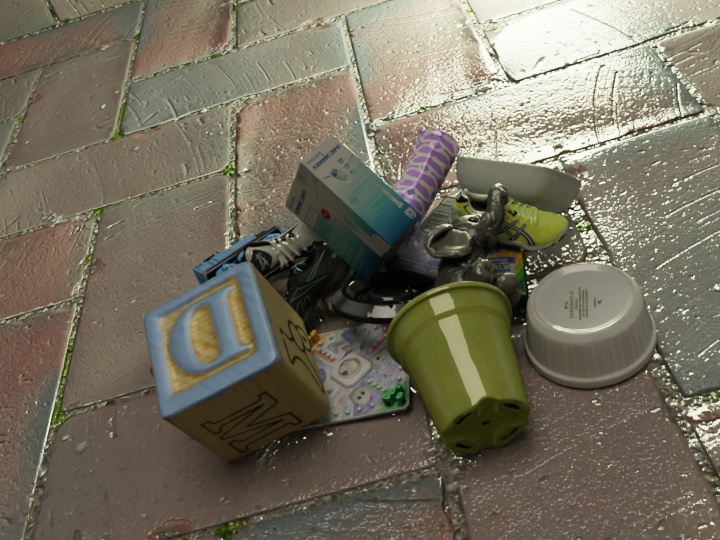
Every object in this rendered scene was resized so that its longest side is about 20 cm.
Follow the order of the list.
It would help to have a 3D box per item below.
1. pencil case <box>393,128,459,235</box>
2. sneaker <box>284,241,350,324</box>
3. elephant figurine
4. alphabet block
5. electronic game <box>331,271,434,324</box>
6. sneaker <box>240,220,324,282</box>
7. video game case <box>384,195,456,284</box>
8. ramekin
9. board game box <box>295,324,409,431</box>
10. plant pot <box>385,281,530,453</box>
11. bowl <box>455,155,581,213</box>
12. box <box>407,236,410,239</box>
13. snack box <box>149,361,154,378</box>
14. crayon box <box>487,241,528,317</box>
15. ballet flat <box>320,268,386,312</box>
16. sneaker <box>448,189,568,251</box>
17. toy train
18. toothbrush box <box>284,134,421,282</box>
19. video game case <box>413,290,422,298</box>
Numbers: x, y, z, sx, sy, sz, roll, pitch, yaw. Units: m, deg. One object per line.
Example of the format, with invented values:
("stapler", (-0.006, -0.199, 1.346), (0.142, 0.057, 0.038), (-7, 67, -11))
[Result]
("pencil case", (0.101, -0.160, 1.604), (0.085, 0.084, 0.201), (24, 69, 12))
("sneaker", (-0.103, 0.032, 1.583), (0.200, 0.079, 0.076), (-50, 23, 14))
("elephant figurine", (0.166, -0.024, 1.425), (0.154, 0.142, 0.201), (1, 53, -24))
("alphabet block", (-0.187, 0.142, 1.385), (0.195, 0.200, 0.197), (-25, 53, 8))
("electronic game", (0.050, 0.046, 1.516), (0.198, 0.042, 0.200), (-4, 19, 1))
("sneaker", (-0.139, -0.030, 1.589), (0.198, 0.080, 0.129), (-23, 2, 35))
("video game case", (0.152, -0.053, 1.567), (0.142, 0.019, 0.200), (15, 51, 39))
("ramekin", (0.343, 0.074, 1.379), (0.200, 0.095, 0.203), (-12, 39, 9))
("board game box", (-0.018, 0.157, 1.477), (0.198, 0.026, 0.201), (-13, 39, 15))
("plant pot", (0.154, 0.152, 1.311), (0.198, 0.201, 0.185), (-18, 49, 1))
("bowl", (0.281, -0.148, 1.639), (0.198, 0.076, 0.199), (13, 4, 32))
("box", (0.005, -0.105, 1.695), (0.198, 0.040, 0.137), (11, 16, 4))
("snack box", (-0.261, 0.118, 1.612), (0.198, 0.068, 0.169), (-12, 38, 7))
("crayon box", (0.215, -0.001, 1.533), (0.124, 0.052, 0.201), (-9, 38, 13))
("ballet flat", (0.000, 0.000, 1.640), (0.064, 0.076, 0.200), (14, 46, 46))
("sneaker", (0.246, -0.085, 1.502), (0.198, 0.077, 0.076), (5, 50, 3))
("toy train", (-0.219, -0.012, 1.741), (0.199, 0.087, 0.114), (-36, 32, -24))
("toothbrush box", (-0.017, -0.100, 1.497), (0.200, 0.147, 0.085), (44, 62, 6))
("video game case", (0.162, 0.057, 1.542), (0.199, 0.018, 0.143), (-26, 39, -8))
